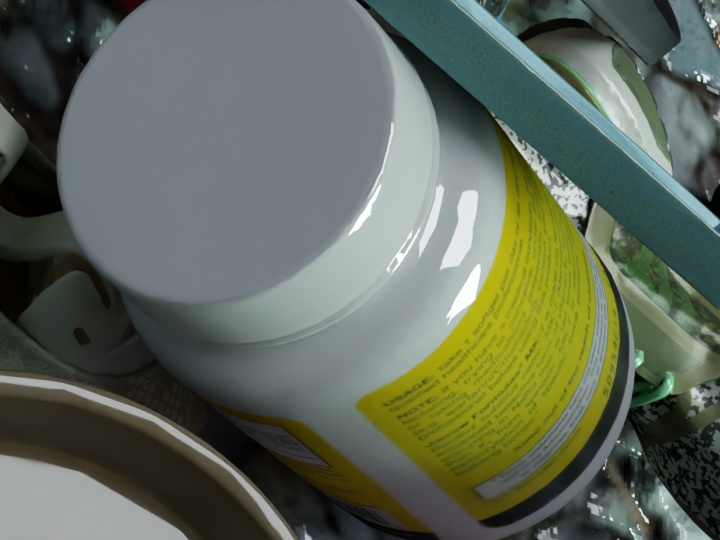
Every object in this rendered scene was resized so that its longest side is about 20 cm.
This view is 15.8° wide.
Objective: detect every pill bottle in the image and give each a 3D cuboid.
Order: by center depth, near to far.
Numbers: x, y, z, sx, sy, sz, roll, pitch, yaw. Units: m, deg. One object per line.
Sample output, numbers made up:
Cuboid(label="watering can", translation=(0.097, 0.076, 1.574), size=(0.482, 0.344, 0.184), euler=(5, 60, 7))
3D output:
Cuboid(label="pill bottle", translation=(0.000, 0.000, 0.737), size=(0.200, 0.114, 0.114), euler=(46, 41, -60))

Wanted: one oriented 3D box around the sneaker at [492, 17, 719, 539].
Cuboid(label="sneaker", translation=(0.080, 0.016, 0.904), size=(0.089, 0.077, 0.200), euler=(-27, 88, -37))

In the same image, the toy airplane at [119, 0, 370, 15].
Cuboid(label="toy airplane", translation=(-0.024, -0.194, 0.818), size=(0.199, 0.141, 0.200), euler=(-37, 131, -27))

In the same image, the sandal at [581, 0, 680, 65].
Cuboid(label="sandal", translation=(0.089, -0.114, 0.903), size=(0.076, 0.043, 0.200), euler=(50, 9, 5))

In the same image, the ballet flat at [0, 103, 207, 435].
Cuboid(label="ballet flat", translation=(-0.103, -0.012, 0.728), size=(0.200, 0.062, 0.068), euler=(43, 50, -26))

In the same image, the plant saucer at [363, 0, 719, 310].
Cuboid(label="plant saucer", translation=(0.029, -0.060, 0.688), size=(0.200, 0.019, 0.070), euler=(40, 9, -12))

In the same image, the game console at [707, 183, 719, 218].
Cuboid(label="game console", translation=(0.233, 0.036, 0.945), size=(0.176, 0.200, 0.116), euler=(49, 46, -21))

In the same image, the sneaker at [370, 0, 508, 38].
Cuboid(label="sneaker", translation=(0.010, -0.129, 0.732), size=(0.087, 0.200, 0.075), euler=(20, 54, 11))

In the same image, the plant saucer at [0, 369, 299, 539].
Cuboid(label="plant saucer", translation=(-0.097, 0.125, 0.655), size=(0.200, 0.029, 0.200), euler=(2, 83, -19))
